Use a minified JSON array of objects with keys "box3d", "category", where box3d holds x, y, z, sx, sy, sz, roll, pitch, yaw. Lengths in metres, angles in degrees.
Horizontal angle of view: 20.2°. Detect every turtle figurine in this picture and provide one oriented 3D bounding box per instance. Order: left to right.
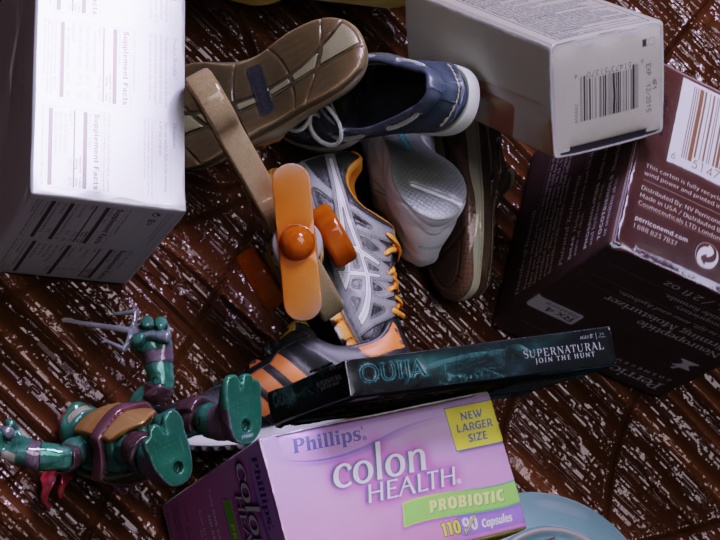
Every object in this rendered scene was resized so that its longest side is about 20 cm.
[{"box3d":[-0.163,0.100,1.366,0.150,0.199,0.101,-49,123,-31],"category":"turtle figurine"}]

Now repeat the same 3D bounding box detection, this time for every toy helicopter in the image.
[{"box3d":[-0.066,-0.048,1.390,0.079,0.132,0.201,-30,115,-2],"category":"toy helicopter"}]

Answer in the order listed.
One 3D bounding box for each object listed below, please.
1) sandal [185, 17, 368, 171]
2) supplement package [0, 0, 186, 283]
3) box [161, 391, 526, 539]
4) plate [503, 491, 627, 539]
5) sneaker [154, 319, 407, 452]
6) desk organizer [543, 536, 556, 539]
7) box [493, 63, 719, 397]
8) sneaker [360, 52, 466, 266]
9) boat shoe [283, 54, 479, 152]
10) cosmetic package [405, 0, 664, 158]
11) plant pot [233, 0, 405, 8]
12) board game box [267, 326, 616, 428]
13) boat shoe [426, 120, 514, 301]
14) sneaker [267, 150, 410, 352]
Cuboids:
[{"box3d":[-0.076,-0.124,1.490,0.054,0.199,0.081,24,48,-61],"category":"sandal"},{"box3d":[-0.196,-0.113,1.427,0.110,0.156,0.201,7,69,-21],"category":"supplement package"},{"box3d":[-0.016,0.168,1.381,0.175,0.200,0.097,-9,75,-28],"category":"box"},{"box3d":[0.145,0.263,1.521,0.199,0.026,0.202,8,69,-21],"category":"plate"},{"box3d":[-0.061,0.081,1.441,0.198,0.070,0.091,-5,84,-3],"category":"sneaker"},{"box3d":[0.047,0.252,1.433,0.199,0.077,0.072,-11,77,-19],"category":"desk organizer"},{"box3d":[0.231,-0.027,1.566,0.165,0.200,0.165,22,63,-15],"category":"box"},{"box3d":[0.027,-0.088,1.569,0.070,0.081,0.201,-2,48,-14],"category":"sneaker"},{"box3d":[-0.005,-0.126,1.499,0.062,0.199,0.075,13,85,-47],"category":"boat shoe"},{"box3d":[0.126,-0.157,1.491,0.103,0.200,0.088,-15,116,-24],"category":"cosmetic package"},{"box3d":[-0.030,-0.291,1.559,0.188,0.200,0.202,13,65,-36],"category":"plant pot"},{"box3d":[0.053,0.072,1.357,0.199,0.135,0.028,-5,80,-26],"category":"board game box"},{"box3d":[0.092,-0.072,1.595,0.074,0.075,0.204,9,69,-31],"category":"boat shoe"},{"box3d":[0.000,0.000,1.509,0.077,0.078,0.201,-26,83,-1],"category":"sneaker"}]
